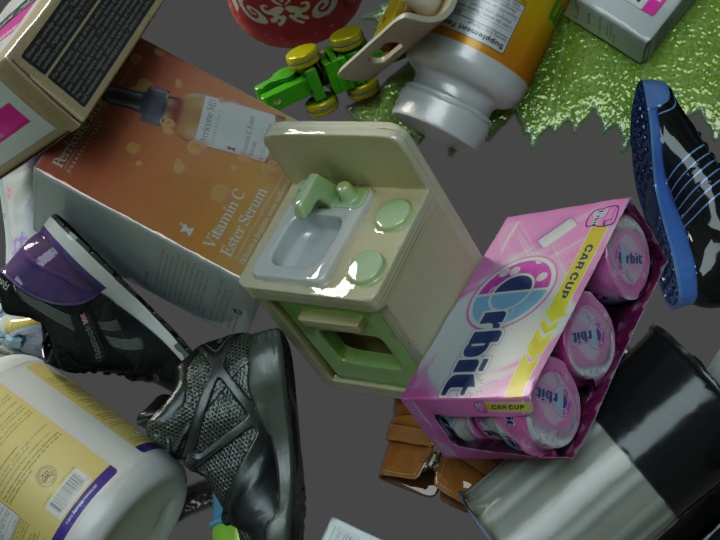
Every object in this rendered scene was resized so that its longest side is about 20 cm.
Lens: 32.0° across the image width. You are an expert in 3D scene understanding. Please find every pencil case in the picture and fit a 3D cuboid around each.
[{"bbox_3d":[-0.265,-0.026,1.069,0.090,0.083,0.202,-4,68,-7],"label":"pencil case"}]

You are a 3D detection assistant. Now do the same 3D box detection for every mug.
[{"bbox_3d":[-0.061,-0.320,1.089,0.133,0.200,0.178,31,77,18],"label":"mug"}]

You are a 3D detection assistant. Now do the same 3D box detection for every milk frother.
[{"bbox_3d":[0.198,0.170,0.845,0.188,0.200,0.181,-42,99,2],"label":"milk frother"}]

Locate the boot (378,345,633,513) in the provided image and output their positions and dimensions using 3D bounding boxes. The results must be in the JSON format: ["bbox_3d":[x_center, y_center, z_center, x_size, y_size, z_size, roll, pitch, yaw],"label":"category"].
[{"bbox_3d":[0.116,0.112,0.961,0.199,0.077,0.156,13,66,18],"label":"boot"}]

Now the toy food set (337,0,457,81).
[{"bbox_3d":[0.043,-0.261,1.028,0.060,0.143,0.201,26,71,-16],"label":"toy food set"}]

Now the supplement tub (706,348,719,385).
[{"bbox_3d":[0.364,0.095,0.911,0.200,0.132,0.132,39,79,20],"label":"supplement tub"}]

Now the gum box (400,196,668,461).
[{"bbox_3d":[0.123,0.045,0.884,0.113,0.066,0.200,-8,39,46],"label":"gum box"}]

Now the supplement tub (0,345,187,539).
[{"bbox_3d":[-0.249,0.155,0.965,0.199,0.146,0.146,32,76,18],"label":"supplement tub"}]

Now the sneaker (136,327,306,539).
[{"bbox_3d":[-0.099,0.148,0.926,0.113,0.076,0.201,-7,88,6],"label":"sneaker"}]

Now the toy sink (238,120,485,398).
[{"bbox_3d":[0.000,0.000,0.924,0.130,0.200,0.112,5,54,36],"label":"toy sink"}]

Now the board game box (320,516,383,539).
[{"bbox_3d":[0.004,0.306,0.918,0.147,0.064,0.201,23,73,16],"label":"board game box"}]

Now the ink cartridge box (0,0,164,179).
[{"bbox_3d":[-0.249,-0.164,0.979,0.075,0.199,0.165,42,54,-24],"label":"ink cartridge box"}]

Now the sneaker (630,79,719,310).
[{"bbox_3d":[0.272,-0.065,1.023,0.077,0.070,0.202,-6,72,-3],"label":"sneaker"}]

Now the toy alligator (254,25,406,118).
[{"bbox_3d":[-0.051,-0.169,1.112,0.199,0.060,0.054,-23,28,-2],"label":"toy alligator"}]

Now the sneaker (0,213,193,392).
[{"bbox_3d":[-0.204,0.052,0.992,0.088,0.200,0.076,-45,29,-7],"label":"sneaker"}]

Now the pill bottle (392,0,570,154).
[{"bbox_3d":[0.106,-0.206,1.061,0.110,0.111,0.201,26,90,16],"label":"pill bottle"}]

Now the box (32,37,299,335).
[{"bbox_3d":[-0.141,-0.067,1.013,0.199,0.106,0.153,27,62,-2],"label":"box"}]

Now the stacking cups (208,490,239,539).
[{"bbox_3d":[-0.089,0.179,0.981,0.060,0.061,0.202,-5,68,6],"label":"stacking cups"}]

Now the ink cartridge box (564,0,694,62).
[{"bbox_3d":[0.243,-0.310,1.129,0.173,0.044,0.200,36,78,17],"label":"ink cartridge box"}]
